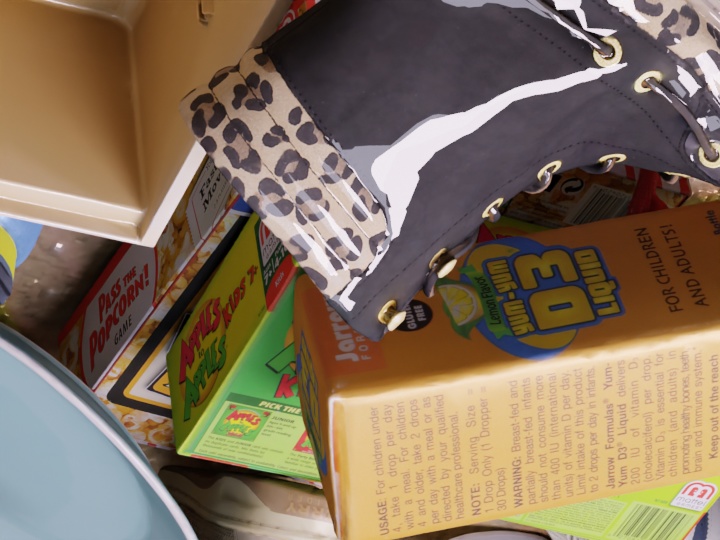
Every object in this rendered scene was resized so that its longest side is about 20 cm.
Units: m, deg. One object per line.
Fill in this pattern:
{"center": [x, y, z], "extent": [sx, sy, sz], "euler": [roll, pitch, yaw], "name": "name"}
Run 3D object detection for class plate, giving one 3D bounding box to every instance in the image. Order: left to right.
{"center": [-0.134, 0.060, 1.030], "extent": [0.199, 0.026, 0.201], "euler": [25, 149, 16], "name": "plate"}

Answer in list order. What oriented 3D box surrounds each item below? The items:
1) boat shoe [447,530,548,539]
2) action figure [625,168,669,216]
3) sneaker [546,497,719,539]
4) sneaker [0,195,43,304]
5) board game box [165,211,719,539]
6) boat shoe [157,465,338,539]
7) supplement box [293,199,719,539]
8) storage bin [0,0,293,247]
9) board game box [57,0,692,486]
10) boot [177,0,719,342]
{"center": [0.097, 0.164, 1.228], "extent": [0.199, 0.071, 0.070], "euler": [11, 135, -31], "name": "boat shoe"}
{"center": [0.077, -0.067, 0.916], "extent": [0.199, 0.100, 0.065], "euler": [21, 169, -33], "name": "action figure"}
{"center": [0.117, 0.083, 1.138], "extent": [0.084, 0.075, 0.201], "euler": [-42, 125, -17], "name": "sneaker"}
{"center": [-0.191, -0.034, 0.948], "extent": [0.199, 0.079, 0.066], "euler": [2, 147, 20], "name": "sneaker"}
{"center": [0.044, 0.034, 0.992], "extent": [0.199, 0.048, 0.102], "euler": [14, 131, -24], "name": "board game box"}
{"center": [-0.043, 0.110, 1.071], "extent": [0.071, 0.065, 0.200], "euler": [11, 174, -8], "name": "boat shoe"}
{"center": [0.081, 0.027, 0.914], "extent": [0.199, 0.067, 0.069], "euler": [-12, 129, -6], "name": "supplement box"}
{"center": [-0.118, -0.122, 0.818], "extent": [0.197, 0.094, 0.200], "euler": [11, 138, -22], "name": "storage bin"}
{"center": [0.000, 0.000, 1.023], "extent": [0.151, 0.047, 0.200], "euler": [16, 135, -26], "name": "board game box"}
{"center": [0.054, -0.037, 0.841], "extent": [0.150, 0.073, 0.200], "euler": [-39, 128, 6], "name": "boot"}
